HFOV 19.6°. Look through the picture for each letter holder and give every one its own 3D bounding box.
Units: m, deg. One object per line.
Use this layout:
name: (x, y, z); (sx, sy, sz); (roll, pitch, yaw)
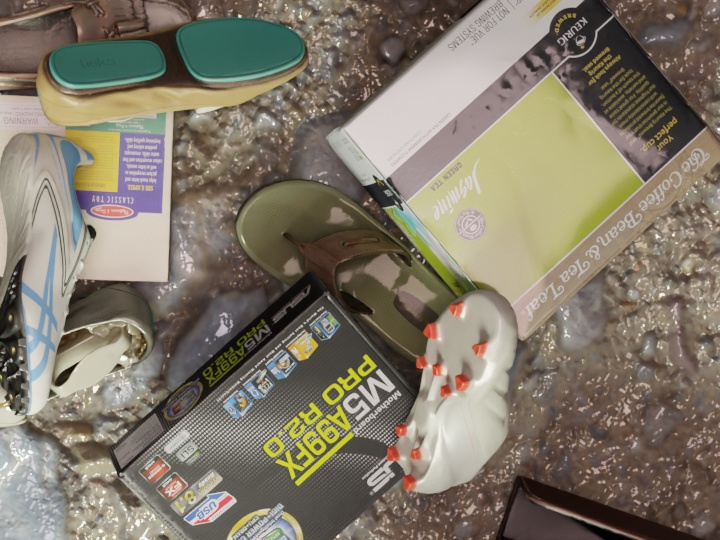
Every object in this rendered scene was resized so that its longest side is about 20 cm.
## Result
letter holder: (0.197, 0.237, 1.505); (0.198, 0.142, 0.101); (19, 92, -3)

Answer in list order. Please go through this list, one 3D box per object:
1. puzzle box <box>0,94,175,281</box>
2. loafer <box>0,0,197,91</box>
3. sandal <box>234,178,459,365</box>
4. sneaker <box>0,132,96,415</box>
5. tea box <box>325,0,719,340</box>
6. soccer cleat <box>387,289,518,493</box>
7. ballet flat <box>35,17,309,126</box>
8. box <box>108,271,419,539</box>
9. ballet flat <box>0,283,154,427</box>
puzzle box: (-0.235, -0.061, 1.529); (0.198, 0.025, 0.135); (3, 93, -3)
loafer: (-0.216, -0.162, 1.505); (0.198, 0.063, 0.073); (-8, 94, -2)
sandal: (0.001, 0.000, 1.526); (0.200, 0.057, 0.080); (32, 91, -4)
sneaker: (-0.221, 0.002, 1.474); (0.072, 0.072, 0.202); (7, 80, -27)
tea box: (0.114, -0.088, 1.481); (0.200, 0.134, 0.197); (-41, 93, -5)
soccer cleat: (0.078, 0.081, 1.455); (0.077, 0.201, 0.070); (-10, 52, -27)
ballet flat: (-0.136, -0.140, 1.494); (0.198, 0.063, 0.069); (-6, 58, -18)
box: (-0.057, 0.124, 1.508); (0.200, 0.044, 0.160); (-41, 117, 0)
ballet flat: (-0.240, 0.076, 1.510); (0.199, 0.064, 0.068); (-28, 132, -2)
